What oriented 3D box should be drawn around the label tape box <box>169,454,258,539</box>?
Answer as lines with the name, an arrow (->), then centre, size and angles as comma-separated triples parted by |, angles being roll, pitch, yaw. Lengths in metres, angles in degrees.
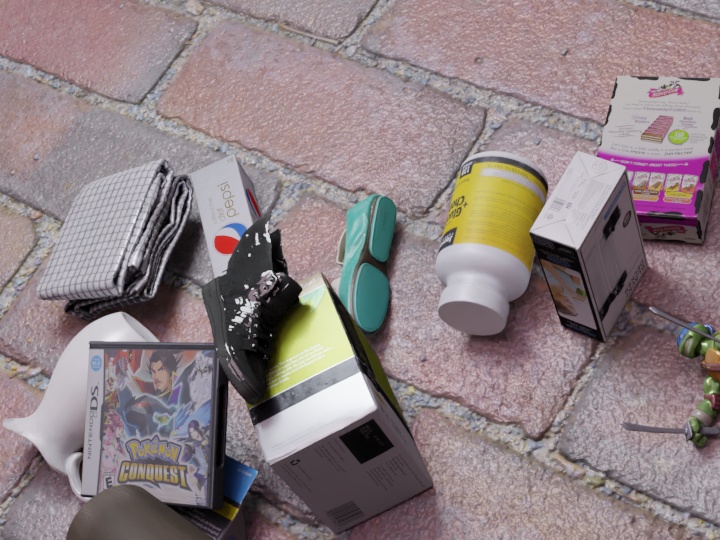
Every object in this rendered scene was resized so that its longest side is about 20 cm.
label tape box -> -0.209, 0.301, 1.569 | 0.144, 0.063, 0.200 | 21, 69, 32

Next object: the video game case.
video game case -> -0.234, 0.172, 1.554 | 0.199, 0.025, 0.182 | -1, 84, 34

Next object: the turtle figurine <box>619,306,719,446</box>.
turtle figurine -> 0.383, 0.133, 1.401 | 0.193, 0.200, 0.145 | 29, 107, 29

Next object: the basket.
basket -> -0.210, 0.321, 1.433 | 0.180, 0.137, 0.200 | -9, 30, -38

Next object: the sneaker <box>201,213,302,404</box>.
sneaker -> -0.107, 0.040, 1.451 | 0.104, 0.060, 0.200 | -30, 48, 8

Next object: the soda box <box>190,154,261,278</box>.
soda box -> -0.163, -0.049, 1.777 | 0.068, 0.064, 0.201 | -22, 53, 7

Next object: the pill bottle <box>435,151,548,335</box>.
pill bottle -> 0.151, -0.031, 1.611 | 0.111, 0.112, 0.201 | 3, 60, 23

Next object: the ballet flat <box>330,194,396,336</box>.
ballet flat -> 0.000, 0.000, 1.691 | 0.070, 0.067, 0.201 | -19, 50, 39

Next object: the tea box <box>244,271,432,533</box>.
tea box -> -0.037, 0.147, 1.516 | 0.133, 0.200, 0.197 | -26, 52, 5

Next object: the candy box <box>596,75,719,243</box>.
candy box -> 0.354, -0.135, 1.630 | 0.136, 0.061, 0.201 | 6, 62, 25

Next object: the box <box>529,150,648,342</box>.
box -> 0.255, -0.023, 1.512 | 0.060, 0.200, 0.117 | 22, 67, 29

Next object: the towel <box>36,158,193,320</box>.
towel -> -0.314, -0.035, 1.791 | 0.165, 0.086, 0.201 | -10, 53, 38

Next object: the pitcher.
pitcher -> -0.313, 0.167, 1.676 | 0.171, 0.121, 0.200 | 42, 91, 18
